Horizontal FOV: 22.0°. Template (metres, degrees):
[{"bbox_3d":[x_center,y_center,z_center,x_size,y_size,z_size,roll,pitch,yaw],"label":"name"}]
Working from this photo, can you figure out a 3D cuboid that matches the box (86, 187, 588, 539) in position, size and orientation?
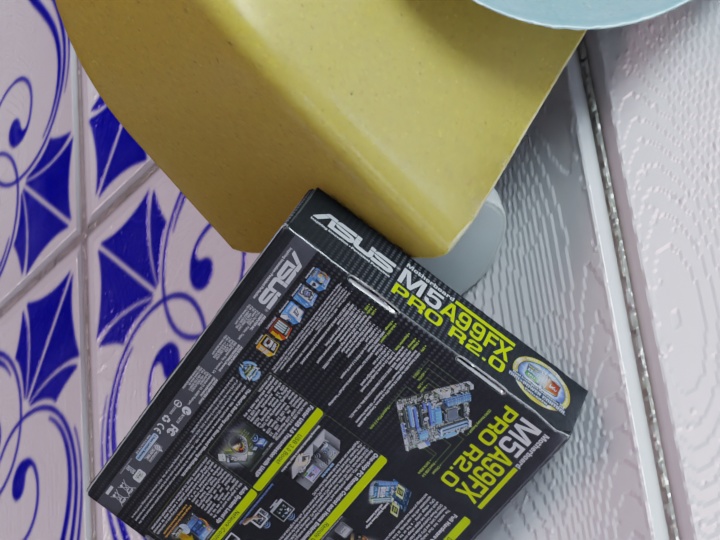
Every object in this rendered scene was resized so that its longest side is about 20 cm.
[{"bbox_3d":[-0.016,0.083,0.877,0.200,0.160,0.044,-52,3,32],"label":"box"}]

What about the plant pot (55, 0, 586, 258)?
[{"bbox_3d":[-0.032,-0.143,0.887,0.195,0.200,0.194,2,55,56],"label":"plant pot"}]

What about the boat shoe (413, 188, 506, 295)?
[{"bbox_3d":[0.000,0.000,0.958,0.200,0.071,0.064,-44,46,41],"label":"boat shoe"}]

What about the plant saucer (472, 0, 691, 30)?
[{"bbox_3d":[0.090,-0.202,0.814,0.039,0.201,0.201,165,117,-81],"label":"plant saucer"}]
